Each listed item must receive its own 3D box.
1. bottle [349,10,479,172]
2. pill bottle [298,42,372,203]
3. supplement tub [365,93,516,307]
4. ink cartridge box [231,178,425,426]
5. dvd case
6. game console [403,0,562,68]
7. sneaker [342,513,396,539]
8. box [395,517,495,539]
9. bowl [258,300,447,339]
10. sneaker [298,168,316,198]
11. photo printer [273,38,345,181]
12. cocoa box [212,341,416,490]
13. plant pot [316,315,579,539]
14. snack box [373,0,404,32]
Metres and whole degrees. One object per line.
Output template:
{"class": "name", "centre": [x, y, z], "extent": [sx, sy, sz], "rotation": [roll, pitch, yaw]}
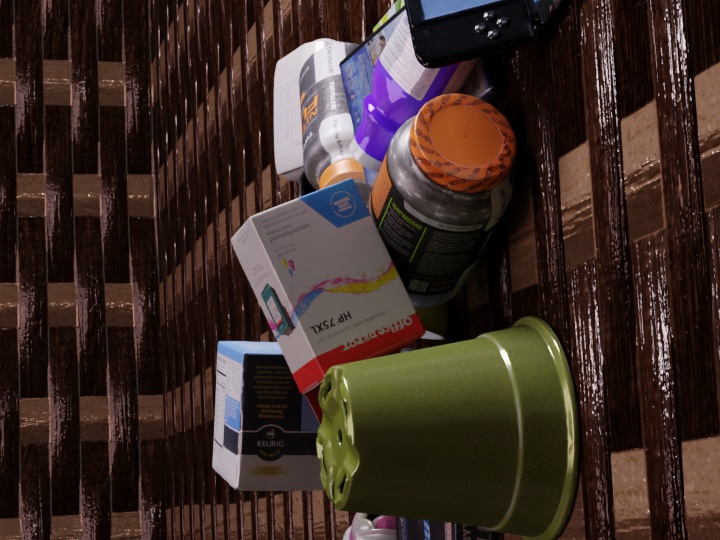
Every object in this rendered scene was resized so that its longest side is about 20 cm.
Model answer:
{"class": "bottle", "centre": [0.054, -0.182, 1.503], "extent": [0.084, 0.065, 0.201], "rotation": [51, 125, 32]}
{"class": "pill bottle", "centre": [-0.013, -0.151, 1.782], "extent": [0.107, 0.105, 0.201], "rotation": [106, 165, -44]}
{"class": "supplement tub", "centre": [0.071, -0.065, 1.492], "extent": [0.200, 0.121, 0.123], "rotation": [114, 151, -55]}
{"class": "ink cartridge box", "centre": [-0.022, 0.032, 1.471], "extent": [0.201, 0.115, 0.067], "rotation": [64, 153, 7]}
{"class": "dvd case", "centre": [0.055, -0.190, 1.571], "extent": [0.200, 0.017, 0.144], "rotation": [-35, 59, 44]}
{"class": "game console", "centre": [0.106, -0.300, 1.384], "extent": [0.119, 0.171, 0.202], "rotation": [64, -165, -59]}
{"class": "sneaker", "centre": [0.022, 0.314, 1.741], "extent": [0.201, 0.081, 0.089], "rotation": [-106, 23, -55]}
{"class": "box", "centre": [0.081, 0.199, 1.604], "extent": [0.198, 0.049, 0.202], "rotation": [174, 95, -75]}
{"class": "bowl", "centre": [0.000, 0.000, 1.646], "extent": [0.200, 0.198, 0.109], "rotation": [170, 111, -74]}
{"class": "sneaker", "centre": [-0.047, -0.024, 1.793], "extent": [0.079, 0.075, 0.202], "rotation": [50, -150, -51]}
{"class": "photo printer", "centre": [-0.058, -0.204, 2.048], "extent": [0.200, 0.069, 0.168], "rotation": [172, 98, -74]}
{"class": "cocoa box", "centre": [-0.035, 0.139, 1.563], "extent": [0.133, 0.198, 0.133], "rotation": [-172, 84, -74]}
{"class": "plant pot", "centre": [0.065, 0.143, 1.396], "extent": [0.200, 0.188, 0.202], "rotation": [179, 90, -75]}
{"class": "snack box", "centre": [0.059, -0.174, 1.657], "extent": [0.142, 0.052, 0.202], "rotation": [144, 125, -72]}
